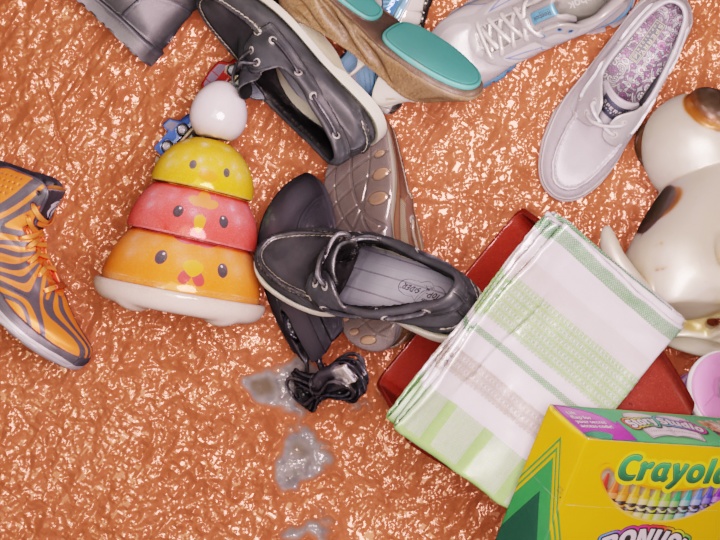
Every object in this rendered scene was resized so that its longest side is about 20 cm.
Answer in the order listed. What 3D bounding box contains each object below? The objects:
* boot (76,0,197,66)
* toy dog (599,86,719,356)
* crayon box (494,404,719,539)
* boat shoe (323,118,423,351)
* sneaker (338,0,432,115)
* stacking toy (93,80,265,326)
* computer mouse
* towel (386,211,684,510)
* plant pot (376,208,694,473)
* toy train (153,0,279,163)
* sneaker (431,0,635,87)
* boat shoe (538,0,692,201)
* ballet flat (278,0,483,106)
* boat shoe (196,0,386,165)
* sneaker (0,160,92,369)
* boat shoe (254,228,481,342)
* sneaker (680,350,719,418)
[{"bbox_3d":[-0.170,-0.303,1.367,0.165,0.066,0.200,42,96,-8],"label":"boot"},{"bbox_3d":[0.277,-0.047,1.321,0.192,0.140,0.201,10,67,-13],"label":"toy dog"},{"bbox_3d":[0.206,0.195,1.236,0.199,0.058,0.174,7,114,-33],"label":"crayon box"},{"bbox_3d":[0.016,-0.031,1.369,0.075,0.072,0.202,-4,84,33],"label":"boat shoe"},{"bbox_3d":[0.016,-0.239,1.358,0.089,0.078,0.202,15,92,5],"label":"sneaker"},{"bbox_3d":[-0.138,-0.060,1.338,0.145,0.146,0.202,10,90,2],"label":"stacking toy"},{"bbox_3d":[-0.051,0.018,1.349,0.052,0.138,0.202,-5,83,-25],"label":"computer mouse"},{"bbox_3d":[0.134,0.075,1.195,0.149,0.031,0.200,37,94,-19],"label":"towel"},{"bbox_3d":[0.152,0.093,1.315,0.176,0.200,0.200,40,93,-12],"label":"plant pot"},{"bbox_3d":[-0.113,-0.160,1.386,0.046,0.034,0.200,41,93,4],"label":"toy train"},{"bbox_3d":[0.140,-0.212,1.348,0.199,0.087,0.075,-25,92,4],"label":"sneaker"},{"bbox_3d":[0.216,-0.144,1.349,0.072,0.069,0.200,38,102,0],"label":"boat shoe"},{"bbox_3d":[0.010,-0.180,1.309,0.199,0.068,0.073,36,127,11],"label":"ballet flat"},{"bbox_3d":[-0.071,-0.161,1.321,0.199,0.075,0.066,44,64,1],"label":"boat shoe"},{"bbox_3d":[-0.281,-0.015,1.377,0.112,0.078,0.200,-43,90,4],"label":"sneaker"},{"bbox_3d":[-0.001,0.002,1.247,0.198,0.066,0.075,21,74,24],"label":"boat shoe"},{"bbox_3d":[0.345,0.114,1.358,0.199,0.088,0.081,9,73,-20],"label":"sneaker"}]
